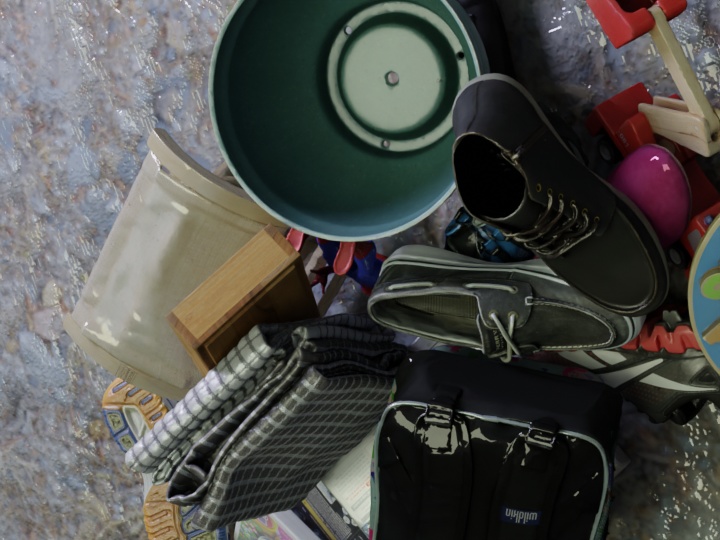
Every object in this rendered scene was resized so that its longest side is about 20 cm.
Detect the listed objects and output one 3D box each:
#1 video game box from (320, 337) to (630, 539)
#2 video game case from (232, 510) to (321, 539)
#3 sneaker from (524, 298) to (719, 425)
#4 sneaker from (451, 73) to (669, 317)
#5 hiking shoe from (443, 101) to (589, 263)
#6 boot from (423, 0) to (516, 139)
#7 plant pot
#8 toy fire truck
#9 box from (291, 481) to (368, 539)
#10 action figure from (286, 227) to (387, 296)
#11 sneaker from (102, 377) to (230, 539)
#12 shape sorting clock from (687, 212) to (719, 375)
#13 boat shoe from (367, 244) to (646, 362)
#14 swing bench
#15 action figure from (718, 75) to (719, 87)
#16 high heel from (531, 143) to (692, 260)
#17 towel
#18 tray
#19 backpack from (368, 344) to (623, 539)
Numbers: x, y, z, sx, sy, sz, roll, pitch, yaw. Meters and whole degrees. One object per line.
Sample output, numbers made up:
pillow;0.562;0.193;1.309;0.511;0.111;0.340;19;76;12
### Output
video game box;0.080;0.147;1.529;0.200;0.047;0.182;-45;73;18
video game case;-0.061;0.285;1.677;0.143;0.018;0.200;41;143;24
sneaker;0.203;0.068;1.432;0.200;0.071;0.098;-4;109;43
sneaker;0.124;-0.029;1.272;0.075;0.106;0.200;-38;103;25
hiking shoe;0.108;-0.038;1.418;0.074;0.087;0.200;42;149;19
boot;0.041;-0.168;1.495;0.164;0.066;0.201;-3;105;39
plant pot;0.009;-0.131;1.398;0.200;0.134;0.201;4;103;18
toy fire truck;0.216;-0.099;1.347;0.200;0.049;0.141;58;161;9
box;-0.004;0.200;1.637;0.200;0.049;0.161;49;123;14
action figure;0.000;0.000;1.493;0.065;0.200;0.052;17;87;21
sneaker;-0.155;0.180;1.721;0.075;0.088;0.201;-21;85;15
shape sorting clock;0.320;0.018;1.306;0.199;0.039;0.201;5;123;8
boat shoe;0.100;0.034;1.382;0.199;0.071;0.072;7;131;24
swing bench;-0.102;-0.012;1.552;0.130;0.200;0.199;42;124;19
action figure;0.299;-0.130;1.289;0.119;0.102;0.201;3;102;28
high heel;0.163;-0.023;1.366;0.067;0.096;0.200;57;160;7
towel;-0.055;0.111;1.456;0.166;0.200;0.086;-44;73;19
tray;-0.080;0.040;1.439;0.099;0.200;0.037;-42;74;-8
backpack;0.095;0.159;1.406;0.177;0.151;0.201;9;116;10
